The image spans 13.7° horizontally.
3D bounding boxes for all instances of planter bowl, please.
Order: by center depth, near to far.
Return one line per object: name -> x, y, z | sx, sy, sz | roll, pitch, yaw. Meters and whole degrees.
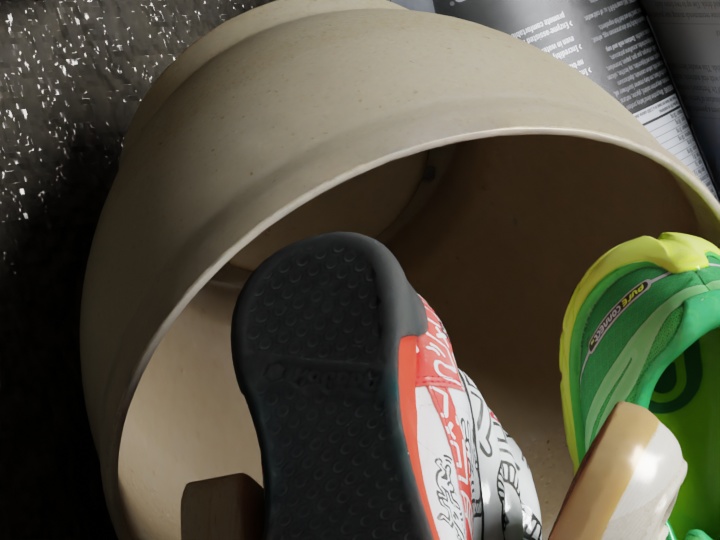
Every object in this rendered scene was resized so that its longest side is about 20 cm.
planter bowl -> 0.000, 0.000, 0.918 | 0.200, 0.200, 0.135 | 37, 16, -42

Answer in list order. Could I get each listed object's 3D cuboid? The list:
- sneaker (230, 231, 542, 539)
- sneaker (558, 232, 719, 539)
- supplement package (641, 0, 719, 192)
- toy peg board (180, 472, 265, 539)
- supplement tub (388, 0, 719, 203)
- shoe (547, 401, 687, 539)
sneaker -> 0.011, 0.096, 0.776 | 0.108, 0.067, 0.202 | 55, 26, -46
sneaker -> 0.097, 0.091, 0.840 | 0.084, 0.074, 0.200 | -150, -133, -76
supplement package -> 0.186, -0.047, 1.089 | 0.120, 0.121, 0.200 | -23, 102, -16
toy peg board -> -0.037, 0.191, 0.837 | 0.199, 0.098, 0.200 | 51, 32, -55
supplement tub -> 0.063, -0.028, 1.072 | 0.123, 0.122, 0.200 | -27, 96, -59
shoe -> 0.065, 0.119, 0.810 | 0.070, 0.053, 0.200 | -64, 167, -52
